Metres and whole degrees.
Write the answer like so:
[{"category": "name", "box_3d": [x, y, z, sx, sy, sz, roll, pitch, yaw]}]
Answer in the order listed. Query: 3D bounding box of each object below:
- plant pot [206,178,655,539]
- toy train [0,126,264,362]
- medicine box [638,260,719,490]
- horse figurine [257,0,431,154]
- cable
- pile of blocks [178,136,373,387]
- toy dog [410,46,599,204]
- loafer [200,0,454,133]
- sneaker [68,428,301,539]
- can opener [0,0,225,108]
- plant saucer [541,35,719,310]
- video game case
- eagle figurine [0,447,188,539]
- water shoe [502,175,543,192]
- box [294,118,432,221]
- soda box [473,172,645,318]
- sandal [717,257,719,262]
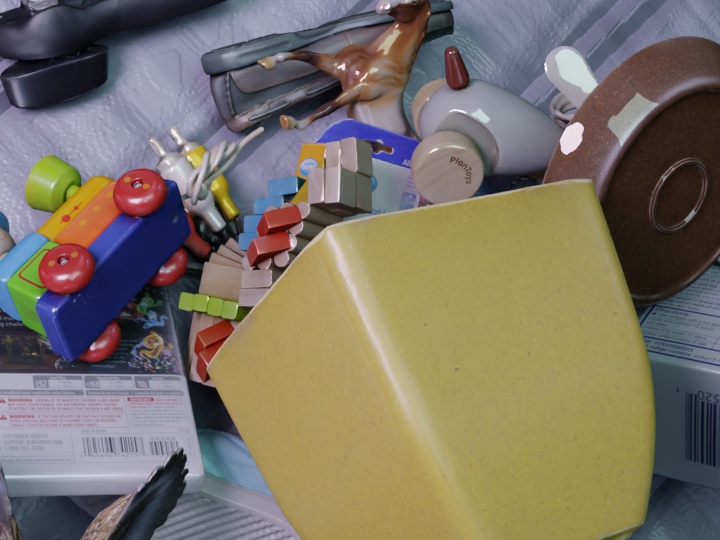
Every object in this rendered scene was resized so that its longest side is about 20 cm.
[{"category": "plant pot", "box_3d": [0.055, 0.090, 0.825, 0.194, 0.196, 0.201, -11, 70, -32]}, {"category": "toy train", "box_3d": [-0.165, -0.044, 0.914, 0.115, 0.085, 0.200, 24, 57, 24]}, {"category": "medicine box", "box_3d": [0.303, 0.067, 1.007, 0.200, 0.181, 0.103, -41, 133, -47]}, {"category": "horse figurine", "box_3d": [0.000, -0.098, 1.014, 0.132, 0.050, 0.201, -25, 121, -27]}, {"category": "cable", "box_3d": [-0.085, -0.008, 0.978, 0.200, 0.050, 0.097, 40, 50, -6]}, {"category": "pile of blocks", "box_3d": [-0.068, -0.009, 0.912, 0.082, 0.062, 0.200, 36, 99, 27]}, {"category": "toy dog", "box_3d": [0.122, -0.111, 0.962, 0.199, 0.097, 0.132, -14, 41, -19]}, {"category": "loafer", "box_3d": [-0.019, -0.154, 1.049, 0.199, 0.072, 0.063, -16, 102, -18]}, {"category": "sneaker", "box_3d": [-0.118, 0.135, 0.934, 0.199, 0.074, 0.082, 29, 26, -2]}, {"category": "can opener", "box_3d": [-0.174, -0.185, 0.999, 0.200, 0.079, 0.063, -31, 50, -29]}, {"category": "plant saucer", "box_3d": [0.203, -0.055, 0.940, 0.200, 0.034, 0.201, -20, 126, -30]}, {"category": "video game case", "box_3d": [-0.208, 0.064, 0.882, 0.199, 0.023, 0.182, 2, 44, -21]}, {"category": "eagle figurine", "box_3d": [-0.184, 0.190, 0.801, 0.150, 0.152, 0.201, 3, 84, 20]}, {"category": "water shoe", "box_3d": [0.106, -0.023, 0.991, 0.199, 0.072, 0.079, -2, 64, -25]}, {"category": "box", "box_3d": [0.000, 0.000, 0.978, 0.119, 0.041, 0.201, 13, 91, -32]}, {"category": "soda box", "box_3d": [0.138, -0.022, 1.065, 0.064, 0.068, 0.200, -37, 92, -24]}, {"category": "sandal", "box_3d": [0.262, -0.050, 1.062, 0.079, 0.206, 0.059, -28, 124, -37]}]
